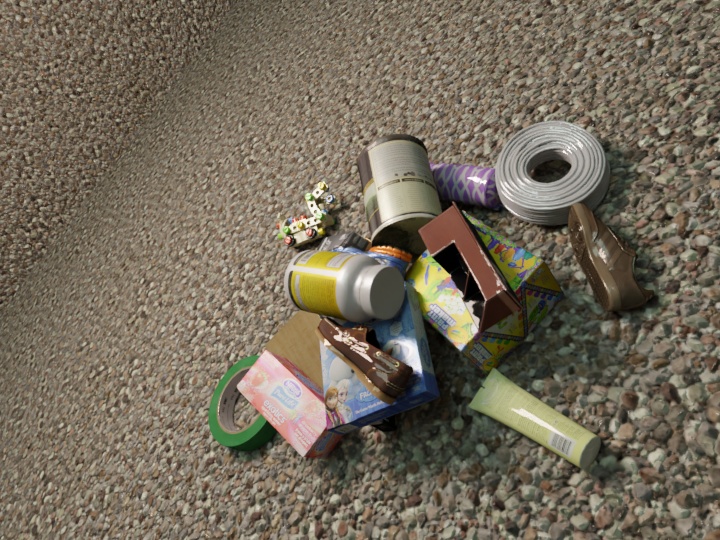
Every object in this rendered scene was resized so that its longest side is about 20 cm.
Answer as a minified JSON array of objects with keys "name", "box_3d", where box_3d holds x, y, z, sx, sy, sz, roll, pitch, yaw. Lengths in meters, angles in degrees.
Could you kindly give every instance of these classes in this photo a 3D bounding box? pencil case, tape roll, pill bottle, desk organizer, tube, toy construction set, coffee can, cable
[{"name":"pencil case","box_3d":[0.210,-0.183,1.079,0.085,0.084,0.200,-27,33,-37]},{"name":"tape roll","box_3d":[-0.244,0.288,1.127,0.200,0.048,0.201,-20,51,27]},{"name":"pill bottle","box_3d":[-0.028,0.027,0.869,0.200,0.112,0.113,8,66,44]},{"name":"desk organizer","box_3d":[0.169,-0.007,0.816,0.077,0.072,0.200,-36,46,17]},{"name":"tube","box_3d":[0.259,0.221,0.781,0.058,0.052,0.200,-19,27,-32]},{"name":"toy construction set","box_3d":[-0.147,-0.130,1.312,0.200,0.092,0.131,-23,73,35]},{"name":"coffee can","box_3d":[0.078,-0.141,1.002,0.146,0.146,0.200,-24,57,24]},{"name":"cable","box_3d":[0.351,-0.181,0.949,0.200,0.069,0.200,16,72,29]}]

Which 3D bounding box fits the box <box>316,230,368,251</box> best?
[{"name":"box","box_3d":[-0.072,-0.003,1.136,0.158,0.050,0.200,-60,17,-11]}]

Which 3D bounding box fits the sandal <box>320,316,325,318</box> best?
[{"name":"sandal","box_3d":[-0.044,0.099,1.097,0.202,0.083,0.050,-14,10,33]}]

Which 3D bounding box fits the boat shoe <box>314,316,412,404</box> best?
[{"name":"boat shoe","box_3d":[0.005,0.124,0.812,0.200,0.070,0.070,36,99,39]}]

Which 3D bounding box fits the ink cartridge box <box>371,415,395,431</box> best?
[{"name":"ink cartridge box","box_3d":[0.033,0.183,0.947,0.037,0.095,0.200,-18,51,29]}]

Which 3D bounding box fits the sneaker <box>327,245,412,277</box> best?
[{"name":"sneaker","box_3d":[0.000,0.000,0.956,0.200,0.075,0.079,-3,71,42]}]

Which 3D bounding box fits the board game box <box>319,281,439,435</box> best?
[{"name":"board game box","box_3d":[0.021,0.147,0.867,0.200,0.043,0.199,-30,48,27]}]

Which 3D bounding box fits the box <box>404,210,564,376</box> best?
[{"name":"box","box_3d":[0.199,0.035,0.900,0.193,0.122,0.200,-47,44,2]}]

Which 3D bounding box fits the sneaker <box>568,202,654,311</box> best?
[{"name":"sneaker","box_3d":[0.400,-0.026,0.833,0.075,0.070,0.200,-9,61,2]}]

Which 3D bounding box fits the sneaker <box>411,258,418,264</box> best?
[{"name":"sneaker","box_3d":[0.101,-0.083,1.100,0.091,0.078,0.200,-43,42,11]}]

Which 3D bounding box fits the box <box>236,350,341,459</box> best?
[{"name":"box","box_3d":[-0.125,0.254,0.981,0.200,0.103,0.095,36,85,30]}]

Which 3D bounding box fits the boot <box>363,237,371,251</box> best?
[{"name":"boot","box_3d":[0.011,-0.011,1.118,0.074,0.075,0.200,-34,44,17]}]

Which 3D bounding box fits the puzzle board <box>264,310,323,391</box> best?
[{"name":"puzzle board","box_3d":[-0.107,0.186,1.071,0.151,0.017,0.200,-44,59,15]}]
